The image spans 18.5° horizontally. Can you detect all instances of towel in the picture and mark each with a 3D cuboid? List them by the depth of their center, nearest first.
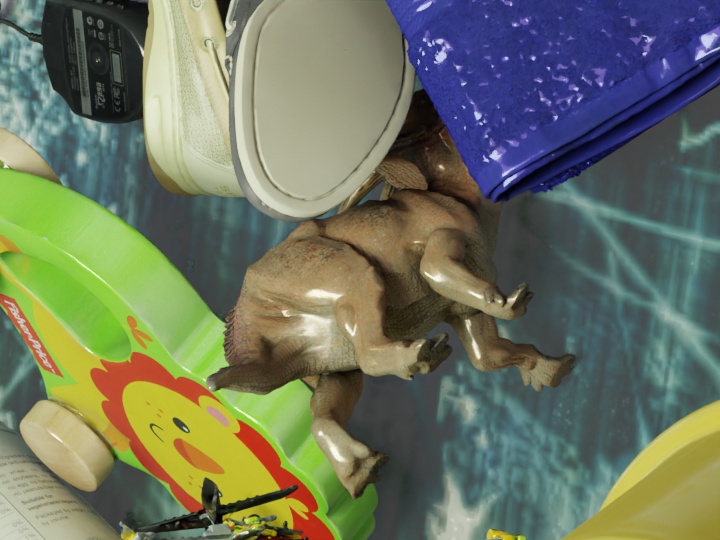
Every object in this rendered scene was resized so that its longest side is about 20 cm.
[{"bbox_3d":[0.070,-0.142,0.854,0.147,0.050,0.201,-30,73,9],"label":"towel"}]

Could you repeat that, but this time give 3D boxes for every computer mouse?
[{"bbox_3d":[-0.149,-0.114,1.053,0.199,0.034,0.059,21,122,40],"label":"computer mouse"}]

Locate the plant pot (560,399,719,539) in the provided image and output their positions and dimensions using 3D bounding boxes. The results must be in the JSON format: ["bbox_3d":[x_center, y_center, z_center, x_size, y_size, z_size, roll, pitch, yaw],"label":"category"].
[{"bbox_3d":[0.135,0.140,0.744,0.200,0.188,0.203,2,94,38],"label":"plant pot"}]

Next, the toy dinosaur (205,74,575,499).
[{"bbox_3d":[0.000,0.000,0.868,0.136,0.199,0.086,45,147,28],"label":"toy dinosaur"}]

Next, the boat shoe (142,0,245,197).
[{"bbox_3d":[-0.059,-0.132,0.954,0.063,0.073,0.203,3,98,30],"label":"boat shoe"}]

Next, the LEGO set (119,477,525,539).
[{"bbox_3d":[-0.016,0.136,0.870,0.200,0.152,0.117,99,163,-62],"label":"LEGO set"}]

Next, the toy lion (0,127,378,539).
[{"bbox_3d":[-0.082,0.047,0.929,0.191,0.069,0.201,18,146,40],"label":"toy lion"}]

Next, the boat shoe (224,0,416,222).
[{"bbox_3d":[-0.021,-0.094,0.889,0.063,0.072,0.201,-44,30,49],"label":"boat shoe"}]

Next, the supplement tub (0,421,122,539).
[{"bbox_3d":[-0.152,0.170,1.005,0.200,0.131,0.133,39,115,30],"label":"supplement tub"}]
